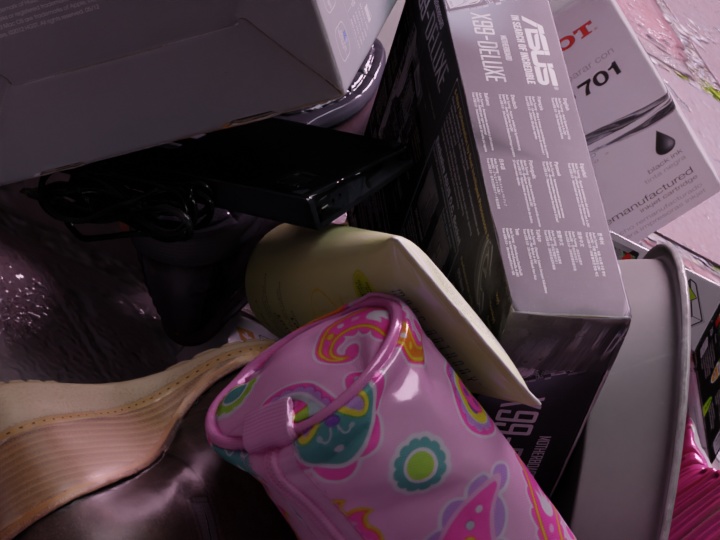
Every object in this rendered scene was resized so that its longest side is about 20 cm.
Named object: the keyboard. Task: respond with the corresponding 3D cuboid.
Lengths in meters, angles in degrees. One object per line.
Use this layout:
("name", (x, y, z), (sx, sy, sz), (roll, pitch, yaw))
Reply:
("keyboard", (-0.084, -0.036, 0.992), (0.199, 0.040, 0.104), (12, 26, 35))

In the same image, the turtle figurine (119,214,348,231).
("turtle figurine", (0.000, 0.000, 1.145), (0.199, 0.065, 0.161), (18, 4, 14))

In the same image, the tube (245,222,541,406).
("tube", (0.005, 0.011, 0.921), (0.058, 0.052, 0.200), (6, 2, -19))

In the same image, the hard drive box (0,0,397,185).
("hard drive box", (-0.068, -0.119, 0.988), (0.200, 0.155, 0.077), (-64, 138, -62))

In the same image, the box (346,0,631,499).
("box", (0.044, -0.008, 0.989), (0.049, 0.158, 0.201), (3, 48, -15))

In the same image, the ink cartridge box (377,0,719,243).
("ink cartridge box", (0.077, -0.079, 1.256), (0.200, 0.146, 0.086), (47, 13, -54))

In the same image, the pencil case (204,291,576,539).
("pencil case", (0.030, 0.106, 0.860), (0.201, 0.087, 0.088), (57, 15, -21))

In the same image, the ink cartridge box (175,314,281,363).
("ink cartridge box", (-0.007, 0.101, 1.007), (0.094, 0.037, 0.200), (25, 24, -36))

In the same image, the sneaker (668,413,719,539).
("sneaker", (0.154, 0.136, 1.123), (0.088, 0.081, 0.200), (54, 13, -11))

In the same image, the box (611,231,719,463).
("box", (0.125, 0.031, 1.200), (0.110, 0.035, 0.200), (28, -12, 17))

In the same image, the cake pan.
("cake pan", (0.092, 0.085, 1.011), (0.036, 0.201, 0.201), (10, 26, -4))

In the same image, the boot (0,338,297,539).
("boot", (-0.044, 0.112, 0.884), (0.199, 0.072, 0.167), (-3, 56, -47))

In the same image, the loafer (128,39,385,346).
("loafer", (-0.045, -0.041, 1.077), (0.071, 0.063, 0.200), (12, 34, 18))
